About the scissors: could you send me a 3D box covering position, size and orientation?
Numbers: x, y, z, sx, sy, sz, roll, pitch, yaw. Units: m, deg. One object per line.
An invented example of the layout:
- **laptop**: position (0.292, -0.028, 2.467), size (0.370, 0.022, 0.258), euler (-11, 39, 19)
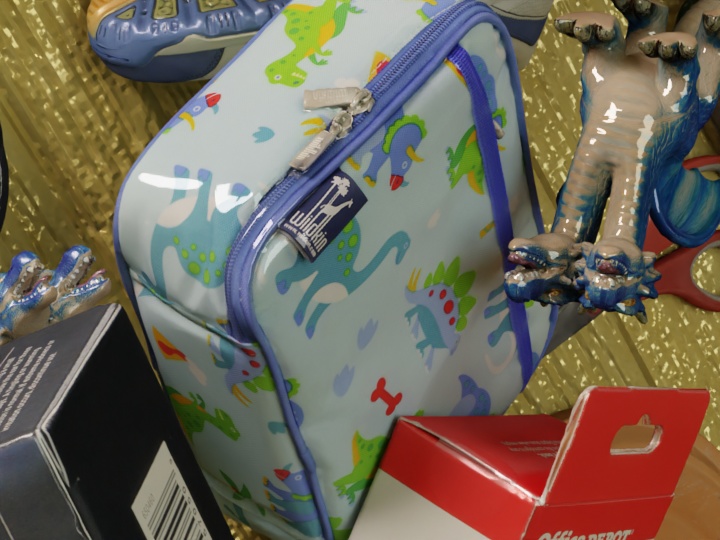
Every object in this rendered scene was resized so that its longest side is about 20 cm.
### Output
- **scissors**: position (0.107, 0.002, 0.923), size (0.199, 0.014, 0.074), euler (-18, 100, -33)

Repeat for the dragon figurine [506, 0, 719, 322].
- **dragon figurine**: position (0.105, -0.047, 0.763), size (0.200, 0.058, 0.100), euler (-37, 137, -60)

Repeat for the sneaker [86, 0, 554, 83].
- **sneaker**: position (-0.008, -0.091, 0.806), size (0.198, 0.075, 0.089), euler (-15, 133, -19)

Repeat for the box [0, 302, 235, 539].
- **box**: position (-0.137, 0.124, 0.621), size (0.107, 0.199, 0.149), euler (-73, 139, -71)

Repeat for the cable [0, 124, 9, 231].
- **cable**: position (-0.187, -0.030, 0.690), size (0.163, 0.051, 0.202), euler (29, 71, -31)

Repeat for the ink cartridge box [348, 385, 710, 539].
- **ink cartridge box**: position (0.045, 0.121, 0.772), size (0.116, 0.067, 0.201), euler (6, 109, -58)

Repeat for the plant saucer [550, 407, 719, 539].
- **plant saucer**: position (0.114, 0.160, 0.907), size (0.199, 0.032, 0.202), euler (3, 86, -35)

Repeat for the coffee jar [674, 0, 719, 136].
- **coffee jar**: position (0.245, -0.130, 0.979), size (0.200, 0.085, 0.105), euler (-37, 100, -31)

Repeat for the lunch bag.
- **lunch bag**: position (0.000, 0.000, 0.755), size (0.161, 0.082, 0.201), euler (-46, 144, -28)

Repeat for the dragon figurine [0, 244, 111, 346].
- **dragon figurine**: position (-0.115, 0.087, 0.720), size (0.059, 0.099, 0.201), euler (-12, 134, -46)
